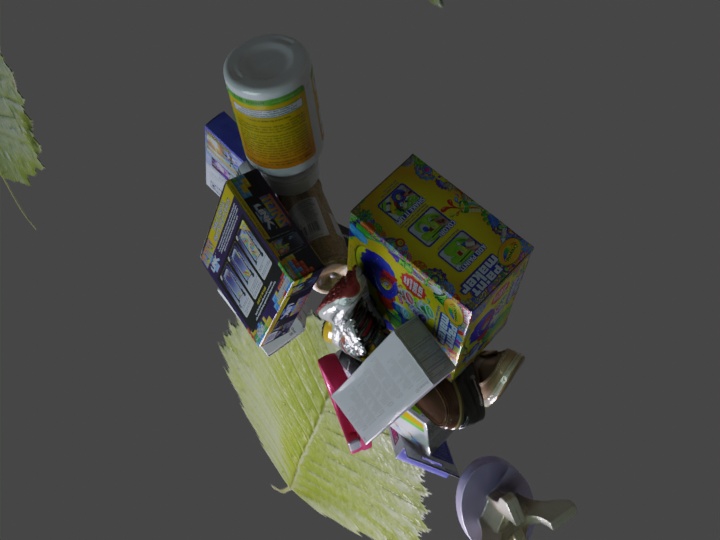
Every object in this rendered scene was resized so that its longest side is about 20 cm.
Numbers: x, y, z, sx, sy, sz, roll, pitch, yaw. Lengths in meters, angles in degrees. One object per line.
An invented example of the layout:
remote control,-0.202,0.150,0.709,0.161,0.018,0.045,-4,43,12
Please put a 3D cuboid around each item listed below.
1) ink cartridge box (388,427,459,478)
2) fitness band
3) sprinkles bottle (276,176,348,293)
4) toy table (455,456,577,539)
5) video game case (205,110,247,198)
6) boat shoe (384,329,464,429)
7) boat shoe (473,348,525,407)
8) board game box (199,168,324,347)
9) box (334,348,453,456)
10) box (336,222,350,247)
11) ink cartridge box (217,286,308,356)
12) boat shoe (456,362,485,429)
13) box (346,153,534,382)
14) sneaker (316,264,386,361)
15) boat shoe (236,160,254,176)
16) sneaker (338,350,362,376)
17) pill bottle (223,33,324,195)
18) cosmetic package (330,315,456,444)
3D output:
ink cartridge box,0.098,0.281,1.576,0.094,0.037,0.200,24,-167,-13
fitness band,-0.024,0.203,1.474,0.200,0.037,0.145,86,163,-70
sprinkles bottle,-0.065,-0.061,1.347,0.069,0.068,0.201,79,171,-50
toy table,0.239,0.398,1.524,0.200,0.184,0.117,51,175,-29
video game case,-0.166,-0.132,1.547,0.200,0.045,0.182,43,157,11
boat shoe,0.068,0.142,1.291,0.200,0.067,0.073,52,135,45
boat shoe,0.170,0.147,1.354,0.069,0.074,0.200,39,156,6
board game box,-0.139,-0.013,1.314,0.166,0.056,0.200,56,148,15
box,0.068,0.177,1.531,0.199,0.112,0.102,35,153,30
box,0.000,0.000,1.475,0.199,0.036,0.144,30,151,40
ink cartridge box,-0.163,0.043,1.658,0.146,0.084,0.200,53,-174,-10
boat shoe,0.122,0.115,1.320,0.067,0.056,0.202,-34,63,56
box,0.091,0.001,1.208,0.192,0.122,0.201,39,156,19
sneaker,-0.001,0.059,1.227,0.082,0.078,0.200,36,165,16
boat shoe,-0.136,-0.059,1.384,0.201,0.066,0.070,60,-172,5
sneaker,0.028,0.125,1.421,0.104,0.060,0.201,48,134,28
pill bottle,-0.106,-0.195,1.261,0.111,0.111,0.201,34,153,29
cosmetic package,0.039,0.143,1.231,0.083,0.050,0.200,54,142,11
